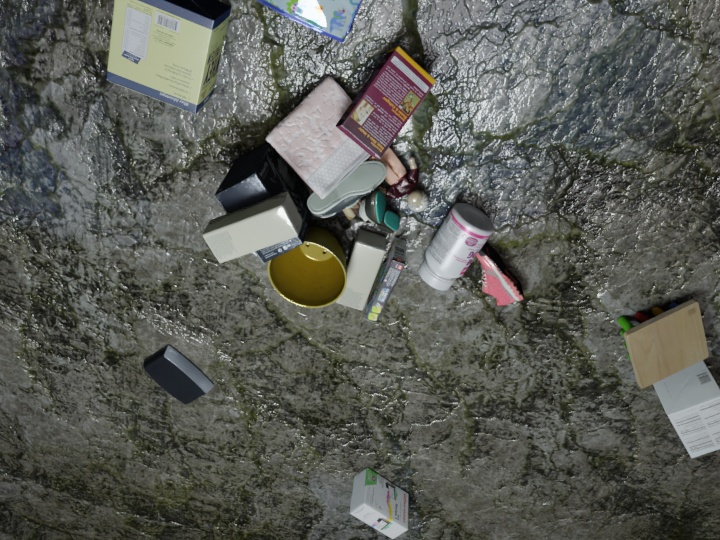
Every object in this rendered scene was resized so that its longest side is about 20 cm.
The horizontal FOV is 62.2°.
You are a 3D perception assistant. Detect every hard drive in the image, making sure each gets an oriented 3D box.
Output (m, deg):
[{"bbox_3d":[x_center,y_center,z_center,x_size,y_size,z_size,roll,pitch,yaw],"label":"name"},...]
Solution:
[{"bbox_3d":[-0.570,0.332,1.861,0.134,0.043,0.200,-30,116,23],"label":"hard drive"}]

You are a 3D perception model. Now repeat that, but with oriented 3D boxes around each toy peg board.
[{"bbox_3d":[0.796,0.177,1.596,0.197,0.098,0.201,-27,119,4],"label":"toy peg board"}]

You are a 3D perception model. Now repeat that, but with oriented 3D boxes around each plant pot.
[{"bbox_3d":[-0.121,-0.029,1.506,0.197,0.143,0.202,5,127,6],"label":"plant pot"}]

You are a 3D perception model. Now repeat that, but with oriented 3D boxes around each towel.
[{"bbox_3d":[-0.077,-0.292,1.323,0.200,0.032,0.191,-43,97,-2],"label":"towel"}]

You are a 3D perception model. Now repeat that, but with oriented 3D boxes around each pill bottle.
[{"bbox_3d":[0.230,-0.055,1.472,0.112,0.114,0.201,23,124,-10],"label":"pill bottle"}]

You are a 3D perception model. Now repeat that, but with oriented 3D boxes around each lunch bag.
[{"bbox_3d":[-0.084,-0.567,1.153,0.198,0.128,0.171,29,123,-1],"label":"lunch bag"}]

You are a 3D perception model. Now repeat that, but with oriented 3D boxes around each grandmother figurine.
[{"bbox_3d":[0.088,-0.216,1.414,0.121,0.061,0.200,-32,113,34],"label":"grandmother figurine"}]

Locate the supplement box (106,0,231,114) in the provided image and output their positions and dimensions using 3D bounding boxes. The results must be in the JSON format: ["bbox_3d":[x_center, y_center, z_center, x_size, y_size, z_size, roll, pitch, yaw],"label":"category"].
[{"bbox_3d":[-0.398,-0.473,1.243,0.198,0.135,0.201,20,124,-7],"label":"supplement box"}]

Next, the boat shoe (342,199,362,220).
[{"bbox_3d":[-0.046,-0.219,1.425,0.071,0.072,0.201,-29,115,4],"label":"boat shoe"}]

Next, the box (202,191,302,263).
[{"bbox_3d":[-0.231,-0.092,1.281,0.197,0.069,0.083,-17,121,15],"label":"box"}]

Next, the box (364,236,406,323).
[{"bbox_3d":[0.065,0.026,1.546,0.034,0.111,0.202,19,123,-7],"label":"box"}]

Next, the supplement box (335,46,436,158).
[{"bbox_3d":[0.051,-0.352,1.262,0.110,0.086,0.201,36,94,-17],"label":"supplement box"}]

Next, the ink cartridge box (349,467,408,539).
[{"bbox_3d":[0.068,0.797,2.044,0.199,0.146,0.084,37,120,-18],"label":"ink cartridge box"}]

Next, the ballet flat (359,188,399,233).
[{"bbox_3d":[0.036,-0.136,1.420,0.067,0.069,0.200,7,164,21],"label":"ballet flat"}]

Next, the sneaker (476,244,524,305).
[{"bbox_3d":[0.340,0.022,1.537,0.086,0.074,0.200,-31,116,25],"label":"sneaker"}]

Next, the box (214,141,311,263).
[{"bbox_3d":[-0.216,-0.164,1.393,0.123,0.201,0.198,-24,119,19],"label":"box"}]

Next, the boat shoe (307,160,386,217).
[{"bbox_3d":[-0.029,-0.186,1.375,0.198,0.060,0.076,-23,76,3],"label":"boat shoe"}]

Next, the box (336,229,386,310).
[{"bbox_3d":[0.000,0.000,1.552,0.081,0.069,0.202,18,124,-6],"label":"box"}]

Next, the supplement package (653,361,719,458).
[{"bbox_3d":[0.939,0.383,1.669,0.150,0.153,0.201,-28,117,22],"label":"supplement package"}]
